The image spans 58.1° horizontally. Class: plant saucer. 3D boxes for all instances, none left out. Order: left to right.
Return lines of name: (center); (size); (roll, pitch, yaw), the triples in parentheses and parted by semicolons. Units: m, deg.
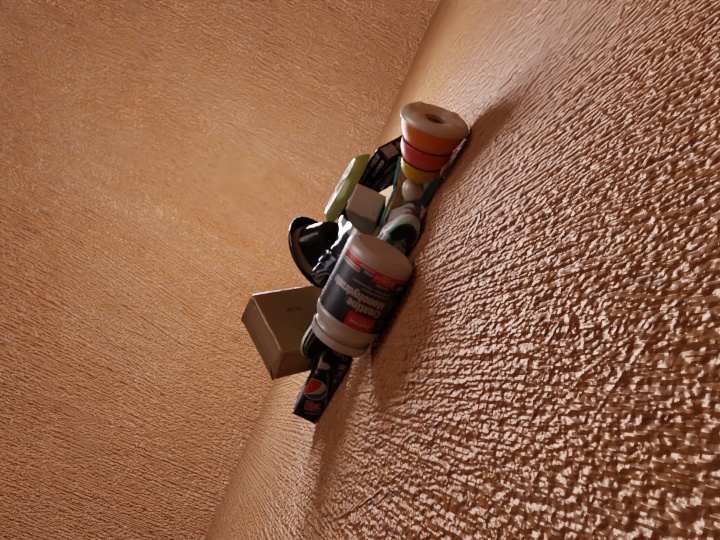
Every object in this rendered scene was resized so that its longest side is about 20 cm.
plant saucer: (-0.038, -0.204, 1.595); (0.202, 0.031, 0.200); (-59, 9, 16)
plant saucer: (0.152, -0.207, 1.469); (0.201, 0.019, 0.071); (-83, 19, -65)

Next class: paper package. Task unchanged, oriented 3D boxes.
paper package: (-0.155, 0.144, 1.556); (0.192, 0.197, 0.104); (56, 137, 31)

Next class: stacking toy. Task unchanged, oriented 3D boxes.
stacking toy: (0.128, -0.228, 1.334); (0.147, 0.143, 0.203); (-77, 3, -59)

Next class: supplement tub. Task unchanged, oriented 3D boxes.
supplement tub: (0.001, 0.046, 1.243); (0.203, 0.138, 0.141); (-63, 7, 17)

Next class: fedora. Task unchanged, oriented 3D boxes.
fedora: (-0.078, -0.055, 1.524); (0.090, 0.201, 0.202); (-23, 31, 30)

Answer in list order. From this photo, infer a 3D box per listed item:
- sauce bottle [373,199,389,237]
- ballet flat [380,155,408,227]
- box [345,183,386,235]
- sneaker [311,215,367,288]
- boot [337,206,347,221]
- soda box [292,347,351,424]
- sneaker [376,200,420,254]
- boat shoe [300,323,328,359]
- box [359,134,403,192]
sauce bottle: (0.062, -0.074, 1.494); (0.065, 0.064, 0.203); (-52, 15, 60)
ballet flat: (0.097, -0.177, 1.482); (0.071, 0.069, 0.203); (127, 161, -58)
box: (0.014, -0.136, 1.566); (0.200, 0.081, 0.069); (94, -160, -80)
sneaker: (-0.046, -0.034, 1.378); (0.147, 0.076, 0.202); (-55, 10, 6)
boot: (-0.035, -0.076, 1.694); (0.187, 0.063, 0.203); (-55, -41, -47)
soda box: (-0.088, 0.257, 1.498); (0.071, 0.062, 0.202); (-77, 13, -60)
sneaker: (0.069, -0.072, 1.402); (0.199, 0.077, 0.141); (-40, 18, 36)
boat shoe: (-0.048, 0.123, 1.415); (0.199, 0.072, 0.068); (-40, 42, -7)
box: (0.065, -0.260, 1.628); (0.158, 0.046, 0.200); (-34, -9, -37)
